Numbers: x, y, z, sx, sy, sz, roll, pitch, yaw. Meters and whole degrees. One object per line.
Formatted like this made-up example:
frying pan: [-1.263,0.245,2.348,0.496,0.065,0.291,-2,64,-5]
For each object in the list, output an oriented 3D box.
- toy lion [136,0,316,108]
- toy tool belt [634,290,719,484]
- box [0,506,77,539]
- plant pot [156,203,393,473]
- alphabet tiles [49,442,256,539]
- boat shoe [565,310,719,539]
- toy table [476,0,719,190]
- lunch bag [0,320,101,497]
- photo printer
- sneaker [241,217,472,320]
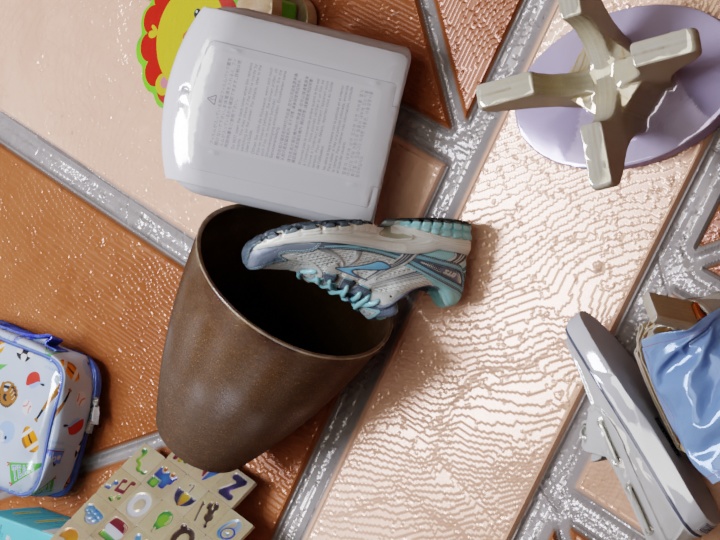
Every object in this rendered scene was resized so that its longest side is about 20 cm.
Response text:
toy lion: [-0.136,-0.188,1.643,0.191,0.069,0.201,4,90,39]
toy tool belt: [0.278,0.105,1.322,0.125,0.123,0.201,-34,70,26]
box: [-0.264,0.274,1.679,0.199,0.082,0.049,12,93,32]
plant pot: [-0.099,0.077,1.547,0.187,0.187,0.200,49,126,24]
alphabet tiles: [-0.193,0.243,1.606,0.166,0.006,0.200,30,68,39]
boat shoe: [0.208,0.129,1.400,0.066,0.072,0.200,-35,78,21]
toy table: [0.195,-0.149,1.394,0.200,0.117,0.184,-26,74,27]
lunch bag: [-0.345,0.131,1.745,0.199,0.075,0.161,17,94,33]
photo printer: [-0.070,-0.134,1.526,0.199,0.069,0.167,12,93,-10]
sneaker: [0.000,0.000,1.476,0.078,0.199,0.087,-175,84,-75]
